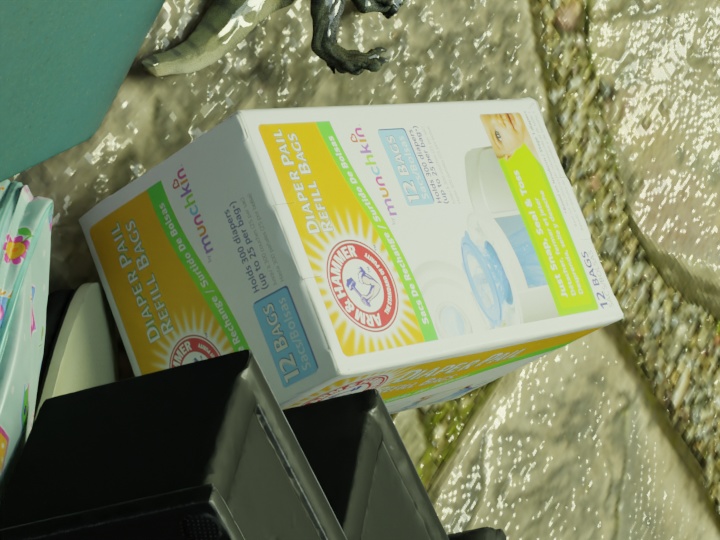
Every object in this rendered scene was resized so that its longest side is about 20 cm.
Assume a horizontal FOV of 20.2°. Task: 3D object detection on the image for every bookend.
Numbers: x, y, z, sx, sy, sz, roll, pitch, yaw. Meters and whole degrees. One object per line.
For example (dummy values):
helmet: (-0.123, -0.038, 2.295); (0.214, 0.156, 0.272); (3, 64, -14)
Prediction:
bookend: (-0.032, 0.095, 0.678); (0.200, 0.092, 0.199); (-76, 147, -55)

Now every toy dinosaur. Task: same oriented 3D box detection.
toy dinosaur: (-0.020, -0.134, 0.907); (0.088, 0.047, 0.200); (40, 59, -17)

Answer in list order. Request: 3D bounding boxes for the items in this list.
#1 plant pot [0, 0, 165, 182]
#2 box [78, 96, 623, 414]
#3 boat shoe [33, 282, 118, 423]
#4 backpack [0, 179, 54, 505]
plant pot: (-0.153, -0.095, 0.579); (0.141, 0.141, 0.200); (36, 33, 5)
box: (0.000, 0.000, 0.840); (0.200, 0.101, 0.113); (-7, 73, -50)
boat shoe: (-0.134, 0.088, 0.755); (0.074, 0.063, 0.202); (71, 24, -52)
backpack: (-0.171, 0.052, 0.660); (0.126, 0.167, 0.200); (15, 59, -15)
